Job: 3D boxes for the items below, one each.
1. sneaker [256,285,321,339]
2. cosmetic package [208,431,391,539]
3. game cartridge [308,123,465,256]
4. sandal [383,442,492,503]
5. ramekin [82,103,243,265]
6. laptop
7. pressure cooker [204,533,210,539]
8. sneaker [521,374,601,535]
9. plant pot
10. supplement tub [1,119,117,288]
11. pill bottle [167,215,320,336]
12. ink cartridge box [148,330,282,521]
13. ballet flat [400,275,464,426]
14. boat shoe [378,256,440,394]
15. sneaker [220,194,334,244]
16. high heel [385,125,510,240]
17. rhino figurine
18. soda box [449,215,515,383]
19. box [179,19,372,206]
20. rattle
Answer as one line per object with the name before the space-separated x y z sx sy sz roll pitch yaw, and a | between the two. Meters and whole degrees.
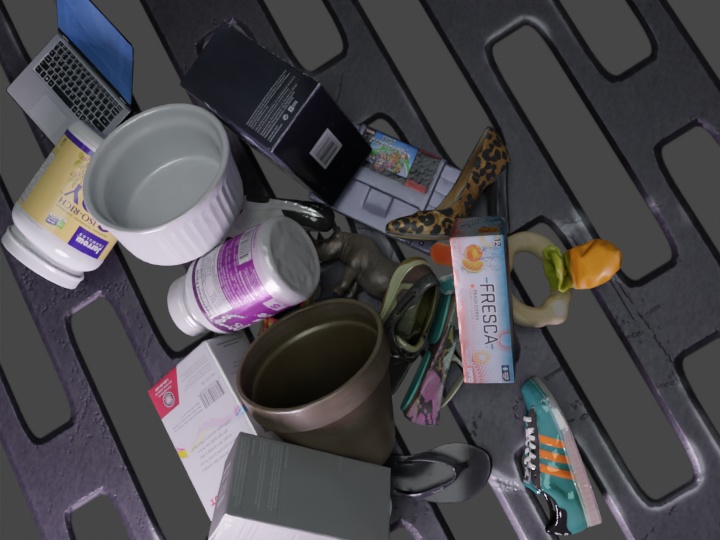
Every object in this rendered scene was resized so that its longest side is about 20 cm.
sneaker | -0.113 0.087 1.112 0.076 0.090 0.205 13 87 9
cosmetic package | -0.066 0.273 0.942 0.196 0.091 0.109 20 45 -13
game cartridge | 0.037 -0.121 1.143 0.196 0.038 0.132 25 92 12
sandal | 0.080 0.275 1.080 0.194 0.043 0.078 -7 82 9
ramekin | -0.246 -0.106 1.044 0.195 0.098 0.205 -7 57 11
laptop | -0.436 -0.297 1.201 0.200 0.116 0.187 -45 78 1
pressure cooker | -0.091 0.399 1.030 0.173 0.178 0.204 -26 79 21
sneaker | 0.239 0.242 1.043 0.078 0.071 0.205 -20 81 2
plant pot | -0.034 0.166 1.022 0.196 0.201 0.176 -21 120 6
supplement tub | -0.402 -0.093 1.155 0.144 0.145 0.202 35 90 12
pill bottle | -0.156 0.016 1.050 0.197 0.111 0.115 -23 78 32
ink cartridge box | -0.179 0.207 1.087 0.147 0.085 0.203 -36 79 30
ballet flat | 0.116 0.111 1.087 0.070 0.069 0.205 20 84 -7
boat shoe | 0.054 0.085 1.058 0.070 0.066 0.205 6 114 -26
sneaker | -0.120 -0.063 1.134 0.196 0.073 0.082 7 92 32
high heel | 0.114 -0.115 1.073 0.195 0.071 0.147 -7 95 -26
rhino figurine | 0.000 0.000 1.120 0.199 0.060 0.088 39 94 13
soda box | 0.154 0.037 1.001 0.066 0.064 0.205 -2 115 14
box | -0.107 -0.203 1.074 0.181 0.200 0.105 38 90 26
rattle | 0.201 -0.005 1.021 0.196 0.143 0.133 21 87 -14
